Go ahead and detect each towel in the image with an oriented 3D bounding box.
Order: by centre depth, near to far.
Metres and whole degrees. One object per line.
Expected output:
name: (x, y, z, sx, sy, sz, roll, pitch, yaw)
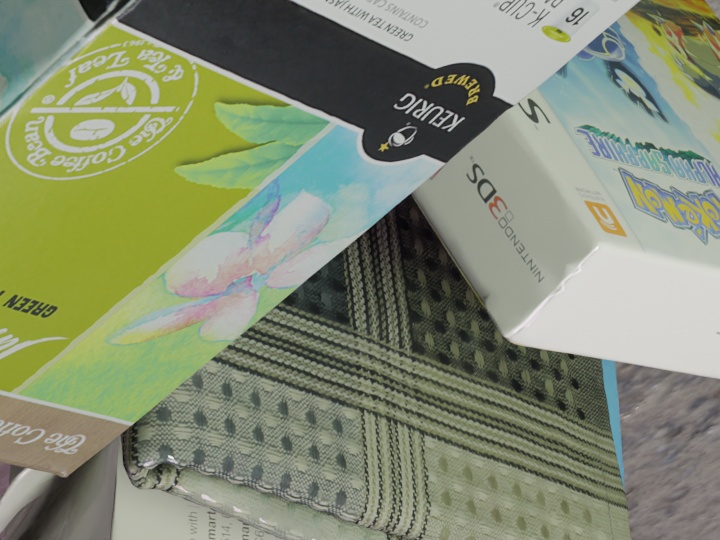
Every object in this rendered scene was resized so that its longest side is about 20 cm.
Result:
towel: (0.000, 0.000, 0.879, 0.199, 0.194, 0.034, 22, 141, -39)

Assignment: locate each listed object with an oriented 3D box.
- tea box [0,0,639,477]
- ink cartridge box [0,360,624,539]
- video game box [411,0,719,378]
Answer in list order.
tea box: (-0.078, -0.094, 0.667, 0.197, 0.201, 0.133, -41, 151, 20)
ink cartridge box: (-0.029, 0.084, 0.956, 0.199, 0.126, 0.129, 12, 146, -19)
video game box: (0.069, -0.048, 0.900, 0.047, 0.183, 0.199, -45, 149, 25)
